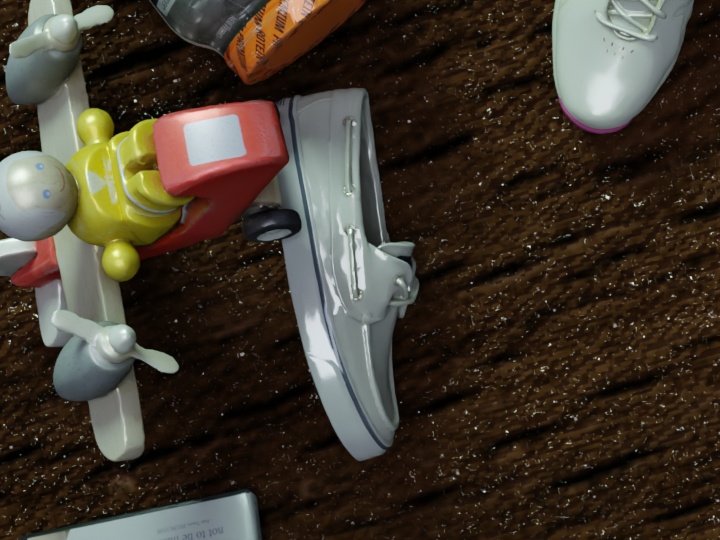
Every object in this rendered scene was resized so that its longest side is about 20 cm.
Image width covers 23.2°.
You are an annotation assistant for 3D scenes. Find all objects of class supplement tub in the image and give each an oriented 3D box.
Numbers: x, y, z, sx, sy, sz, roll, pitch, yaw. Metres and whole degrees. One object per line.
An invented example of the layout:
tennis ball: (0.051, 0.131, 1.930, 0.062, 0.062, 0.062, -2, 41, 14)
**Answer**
supplement tub: (-0.083, -0.205, 0.919, 0.122, 0.123, 0.200, -37, 88, 9)

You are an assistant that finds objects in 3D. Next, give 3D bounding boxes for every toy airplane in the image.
toy airplane: (-0.145, -0.031, 0.910, 0.200, 0.141, 0.200, 34, 105, 33)

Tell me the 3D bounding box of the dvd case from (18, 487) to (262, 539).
dvd case: (-0.114, 0.230, 0.965, 0.142, 0.018, 0.201, -13, 67, 8)

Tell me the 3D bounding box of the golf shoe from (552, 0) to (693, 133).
golf shoe: (0.148, -0.168, 0.906, 0.075, 0.092, 0.201, 19, 98, 5)

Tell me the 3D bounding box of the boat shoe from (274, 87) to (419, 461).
boat shoe: (0.000, 0.000, 0.951, 0.065, 0.072, 0.201, -13, 84, 13)
